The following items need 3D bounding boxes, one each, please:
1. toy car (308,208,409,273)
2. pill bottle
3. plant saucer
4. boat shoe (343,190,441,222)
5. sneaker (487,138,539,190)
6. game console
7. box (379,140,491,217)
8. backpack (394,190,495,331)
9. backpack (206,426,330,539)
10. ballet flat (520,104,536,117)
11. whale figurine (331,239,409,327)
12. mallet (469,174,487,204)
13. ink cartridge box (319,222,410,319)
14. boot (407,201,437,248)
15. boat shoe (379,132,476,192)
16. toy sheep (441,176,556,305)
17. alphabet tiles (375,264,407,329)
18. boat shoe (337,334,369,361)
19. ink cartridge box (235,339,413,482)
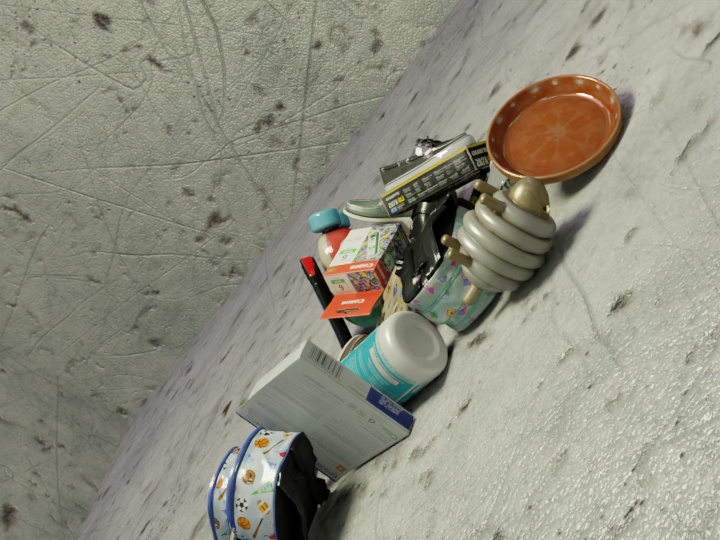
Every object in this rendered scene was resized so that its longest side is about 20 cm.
[{"bbox_3d":[0.028,-0.049,2.066,0.200,0.184,0.177,-20,-4,10],"label":"toy car"},{"bbox_3d":[0.030,0.154,1.575,0.200,0.111,0.111,-45,16,38],"label":"pill bottle"},{"bbox_3d":[0.282,-0.203,1.546,0.200,0.032,0.200,-15,49,19],"label":"plant saucer"},{"bbox_3d":[0.067,-0.129,2.008,0.073,0.200,0.062,-69,-20,-66],"label":"boat shoe"},{"bbox_3d":[0.246,-0.133,1.654,0.116,0.075,0.200,-68,10,-13],"label":"sneaker"},{"bbox_3d":[-0.057,0.075,1.958,0.031,0.200,0.177,-26,14,1],"label":"game console"},{"bbox_3d":[0.155,-0.165,1.850,0.200,0.049,0.160,-28,-5,38],"label":"box"},{"bbox_3d":[0.132,-0.005,1.581,0.167,0.127,0.200,-60,9,26],"label":"backpack"},{"bbox_3d":[-0.132,0.322,1.531,0.200,0.154,0.191,-72,-13,-53],"label":"backpack"},{"bbox_3d":[0.295,-0.242,1.706,0.072,0.072,0.200,-47,-9,32],"label":"ballet flat"},{"bbox_3d":[0.041,0.023,1.941,0.159,0.104,0.200,7,44,47],"label":"whale figurine"},{"bbox_3d":[0.203,-0.126,1.859,0.066,0.041,0.200,-46,11,42],"label":"mallet"},{"bbox_3d":[0.000,0.000,1.853,0.109,0.050,0.200,-7,35,33],"label":"ink cartridge box"},{"bbox_3d":[0.106,-0.025,1.841,0.198,0.073,0.163,60,-136,-83],"label":"boot"},{"bbox_3d":[0.115,-0.207,1.917,0.200,0.066,0.070,-29,-3,37],"label":"boat shoe"},{"bbox_3d":[0.190,-0.039,1.443,0.200,0.138,0.138,-59,9,24],"label":"toy sheep"},{"bbox_3d":[0.050,0.091,1.719,0.166,0.006,0.200,111,165,-45],"label":"alphabet tiles"},{"bbox_3d":[-0.010,0.189,1.707,0.060,0.072,0.200,-44,24,60],"label":"boat shoe"},{"bbox_3d":[-0.055,0.208,1.549,0.200,0.200,0.041,-41,17,43],"label":"ink cartridge box"}]
